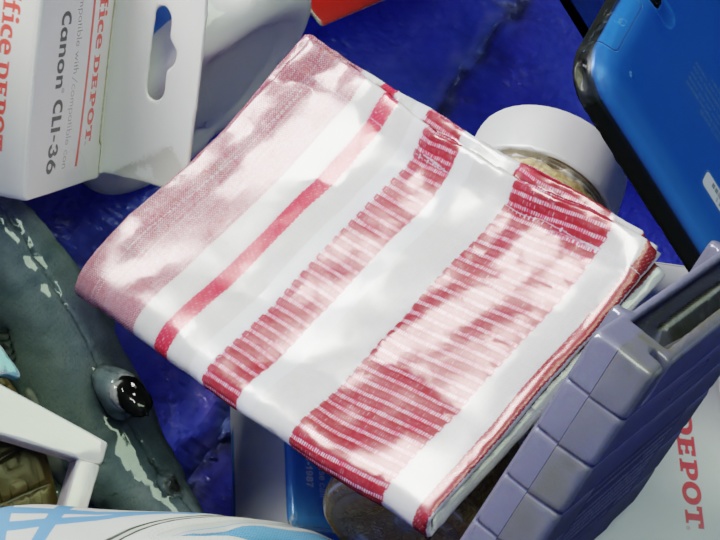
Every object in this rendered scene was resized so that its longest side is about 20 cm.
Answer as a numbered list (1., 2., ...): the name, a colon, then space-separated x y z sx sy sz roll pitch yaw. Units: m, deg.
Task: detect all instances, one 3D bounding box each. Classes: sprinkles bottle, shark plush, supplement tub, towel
1. sprinkles bottle: 0.048 0.026 1.150 0.068 0.068 0.200 27 55 -4
2. shark plush: -0.109 0.064 1.160 0.091 0.083 0.201 -15 68 -28
3. supplement tub: -0.130 -0.144 1.246 0.200 0.132 0.132 46 56 10
4. towel: 0.000 0.000 1.099 0.200 0.023 0.144 32 73 36

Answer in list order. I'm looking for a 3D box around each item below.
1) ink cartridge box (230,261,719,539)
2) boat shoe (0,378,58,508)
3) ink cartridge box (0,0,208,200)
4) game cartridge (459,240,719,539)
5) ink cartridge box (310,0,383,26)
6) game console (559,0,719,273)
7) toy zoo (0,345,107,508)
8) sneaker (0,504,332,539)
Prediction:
1. ink cartridge box: 0.050 0.068 1.219 0.199 0.084 0.146 7 59 -17
2. boat shoe: -0.184 0.054 1.152 0.073 0.063 0.201 -33 86 -17
3. ink cartridge box: -0.164 -0.099 1.160 0.199 0.117 0.067 13 16 21
4. game cartridge: 0.092 0.058 1.064 0.038 0.130 0.200 40 22 10
5. ink cartridge box: -0.015 -0.212 1.343 0.176 0.045 0.200 47 34 9
6. game console: 0.131 -0.046 1.241 0.200 0.118 0.171 54 42 -23
7. toy zoo: -0.179 0.113 1.098 0.131 0.020 0.201 17 78 -11
8. sneaker: -0.084 0.124 1.077 0.199 0.072 0.072 2 86 -20
